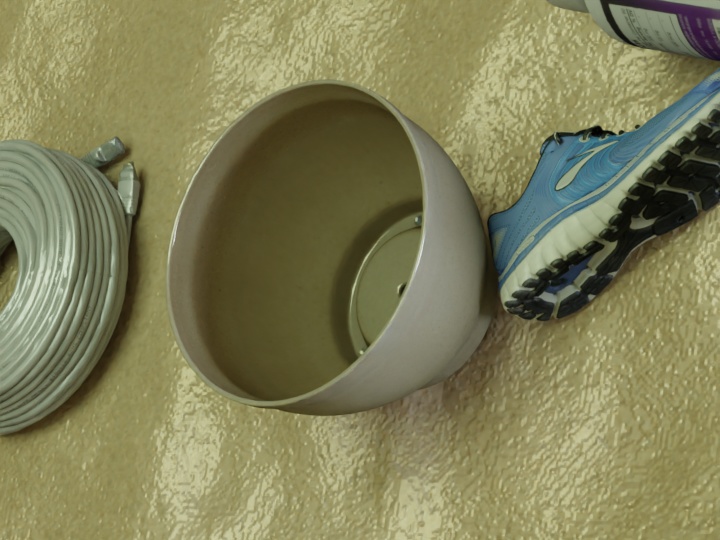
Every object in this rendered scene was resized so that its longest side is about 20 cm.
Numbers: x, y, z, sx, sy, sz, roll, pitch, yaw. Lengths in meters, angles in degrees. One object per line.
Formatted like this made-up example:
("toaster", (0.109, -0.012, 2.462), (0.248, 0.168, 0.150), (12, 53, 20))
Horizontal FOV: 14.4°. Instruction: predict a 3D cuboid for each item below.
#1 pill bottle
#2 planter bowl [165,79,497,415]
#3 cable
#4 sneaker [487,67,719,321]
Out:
("pill bottle", (0.197, -0.180, 1.658), (0.199, 0.111, 0.112), (15, 83, 42))
("planter bowl", (0.000, 0.000, 1.731), (0.199, 0.134, 0.201), (-15, 65, 36))
("cable", (-0.245, 0.010, 1.970), (0.199, 0.069, 0.201), (-17, 63, 33))
("sneaker", (0.147, -0.060, 1.676), (0.200, 0.078, 0.089), (-38, 56, 22))
